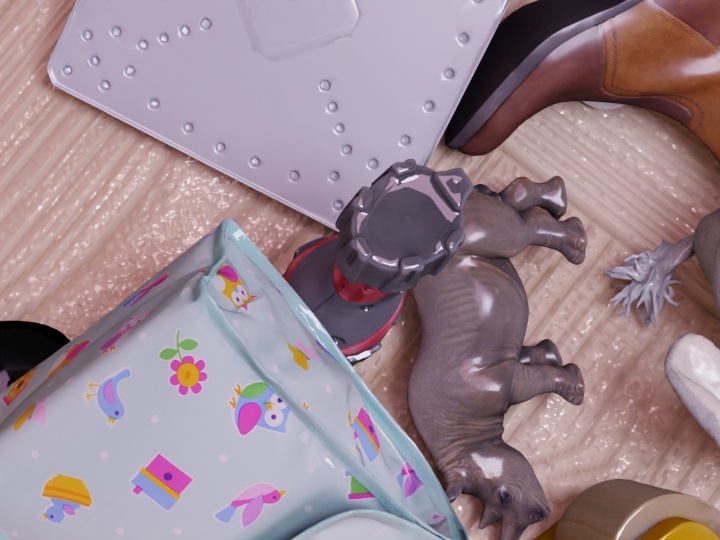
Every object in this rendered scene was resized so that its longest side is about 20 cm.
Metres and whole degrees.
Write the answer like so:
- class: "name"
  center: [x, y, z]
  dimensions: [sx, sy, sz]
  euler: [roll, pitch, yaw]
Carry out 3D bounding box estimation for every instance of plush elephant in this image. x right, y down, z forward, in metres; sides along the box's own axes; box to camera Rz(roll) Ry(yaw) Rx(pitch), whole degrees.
- class: "plush elephant"
  center: [0.227, 0.035, 1.146]
  dimensions: [0.200, 0.165, 0.155]
  euler: [-26, 70, 27]

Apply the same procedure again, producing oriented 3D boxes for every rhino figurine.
- class: "rhino figurine"
  center: [0.066, 0.051, 1.175]
  dimensions: [0.087, 0.060, 0.201]
  euler: [1, 90, -15]

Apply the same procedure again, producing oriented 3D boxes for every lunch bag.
- class: "lunch bag"
  center: [-0.066, 0.109, 1.088]
  dimensions: [0.170, 0.122, 0.200]
  euler: [-36, 105, 15]

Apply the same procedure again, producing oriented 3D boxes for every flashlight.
- class: "flashlight"
  center: [0.000, 0.000, 1.106]
  dimensions: [0.068, 0.200, 0.068]
  euler: [9, 78, -7]

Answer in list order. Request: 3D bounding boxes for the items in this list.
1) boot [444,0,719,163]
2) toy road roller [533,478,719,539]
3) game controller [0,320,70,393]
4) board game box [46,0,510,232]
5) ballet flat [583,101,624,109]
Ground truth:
- class: "boot"
  center: [0.168, -0.080, 1.206]
  dimensions: [0.200, 0.069, 0.188]
  euler: [40, 102, -21]
- class: "toy road roller"
  center: [0.115, 0.212, 1.125]
  dimensions: [0.200, 0.123, 0.146]
  euler: [-40, 100, -11]
- class: "game controller"
  center: [-0.188, 0.124, 1.142]
  dimensions: [0.104, 0.042, 0.201]
  euler: [-1, 80, -7]
- class: "board game box"
  center: [-0.032, -0.143, 1.179]
  dimensions: [0.199, 0.026, 0.200]
  euler: [27, 104, -1]
- class: "ballet flat"
  center: [0.155, -0.186, 1.230]
  dimensions: [0.069, 0.069, 0.201]
  euler: [21, 78, -2]
